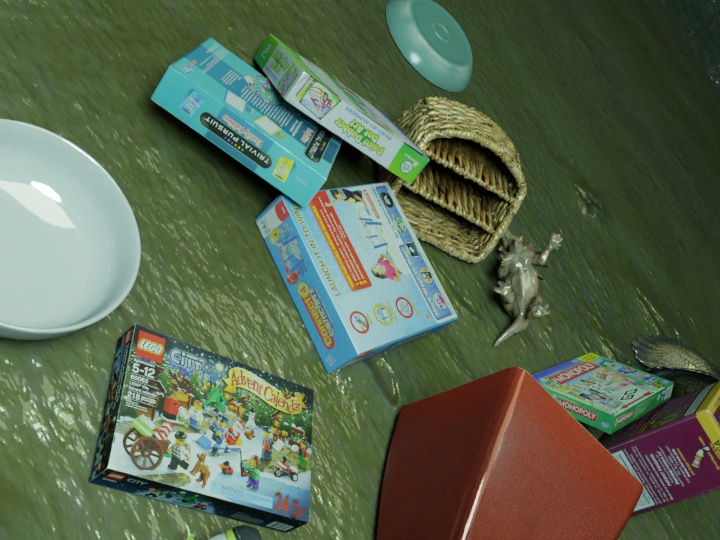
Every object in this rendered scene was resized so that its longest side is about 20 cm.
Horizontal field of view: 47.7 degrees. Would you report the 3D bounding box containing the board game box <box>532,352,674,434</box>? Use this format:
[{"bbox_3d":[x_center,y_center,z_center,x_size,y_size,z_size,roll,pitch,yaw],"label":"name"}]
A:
[{"bbox_3d":[0.334,0.166,1.137,0.199,0.134,0.029,-10,114,-48],"label":"board game box"}]

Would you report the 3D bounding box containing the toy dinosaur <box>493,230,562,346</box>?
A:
[{"bbox_3d":[0.231,0.023,1.173,0.085,0.136,0.201,8,74,5],"label":"toy dinosaur"}]

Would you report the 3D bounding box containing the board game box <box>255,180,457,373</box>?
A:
[{"bbox_3d":[0.000,0.000,0.967,0.195,0.056,0.201,-13,73,-48],"label":"board game box"}]

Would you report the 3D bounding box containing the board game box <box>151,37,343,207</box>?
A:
[{"bbox_3d":[-0.120,-0.172,0.925,0.200,0.047,0.151,35,26,-10],"label":"board game box"}]

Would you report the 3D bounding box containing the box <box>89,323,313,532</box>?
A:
[{"bbox_3d":[-0.134,0.146,0.741,0.199,0.038,0.137,25,47,-31],"label":"box"}]

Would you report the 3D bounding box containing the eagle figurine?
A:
[{"bbox_3d":[0.546,0.192,1.328,0.151,0.152,0.200,-38,97,-31],"label":"eagle figurine"}]

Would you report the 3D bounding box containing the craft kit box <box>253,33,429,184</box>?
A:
[{"bbox_3d":[-0.028,-0.206,1.022,0.197,0.049,0.200,33,13,-29],"label":"craft kit box"}]

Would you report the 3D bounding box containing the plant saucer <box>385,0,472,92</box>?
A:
[{"bbox_3d":[0.129,-0.400,1.399,0.199,0.036,0.201,26,47,-31],"label":"plant saucer"}]

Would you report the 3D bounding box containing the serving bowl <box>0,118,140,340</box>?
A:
[{"bbox_3d":[-0.291,-0.027,0.686,0.199,0.066,0.201,25,48,-31],"label":"serving bowl"}]

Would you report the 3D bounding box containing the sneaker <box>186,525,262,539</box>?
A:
[{"bbox_3d":[-0.096,0.309,0.661,0.082,0.072,0.201,-16,77,-14],"label":"sneaker"}]

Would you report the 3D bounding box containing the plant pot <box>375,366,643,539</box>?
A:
[{"bbox_3d":[0.131,0.249,0.828,0.200,0.200,0.177,43,51,-13],"label":"plant pot"}]

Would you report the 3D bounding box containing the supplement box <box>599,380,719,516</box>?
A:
[{"bbox_3d":[0.427,0.243,1.107,0.131,0.200,0.104,-23,80,-50],"label":"supplement box"}]

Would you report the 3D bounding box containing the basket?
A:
[{"bbox_3d":[0.135,-0.126,1.123,0.199,0.143,0.150,26,46,-30],"label":"basket"}]
